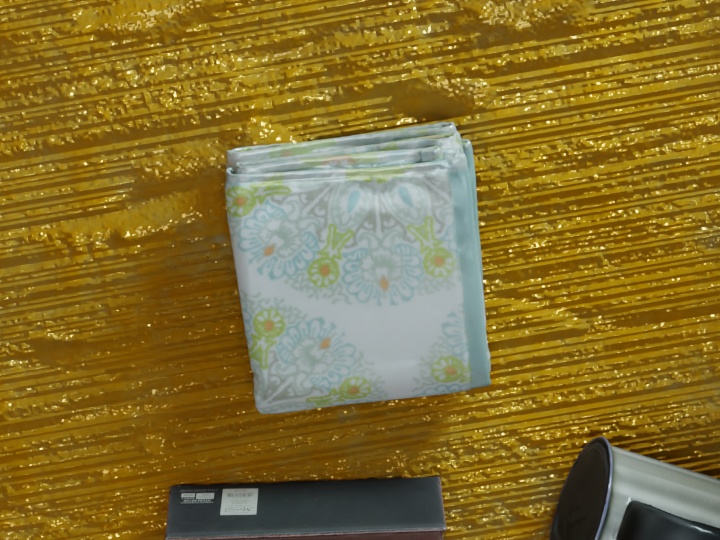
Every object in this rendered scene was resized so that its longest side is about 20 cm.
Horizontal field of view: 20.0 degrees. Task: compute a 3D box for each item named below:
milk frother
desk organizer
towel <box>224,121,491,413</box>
[{"bbox_3d":[0.259,0.154,1.455,0.188,0.181,0.200,18,68,-10],"label":"milk frother"},{"bbox_3d":[-0.039,0.204,1.483,0.200,0.072,0.077,-2,116,-1],"label":"desk organizer"},{"bbox_3d":[0.000,0.000,1.413,0.171,0.048,0.200,-5,113,3],"label":"towel"}]
